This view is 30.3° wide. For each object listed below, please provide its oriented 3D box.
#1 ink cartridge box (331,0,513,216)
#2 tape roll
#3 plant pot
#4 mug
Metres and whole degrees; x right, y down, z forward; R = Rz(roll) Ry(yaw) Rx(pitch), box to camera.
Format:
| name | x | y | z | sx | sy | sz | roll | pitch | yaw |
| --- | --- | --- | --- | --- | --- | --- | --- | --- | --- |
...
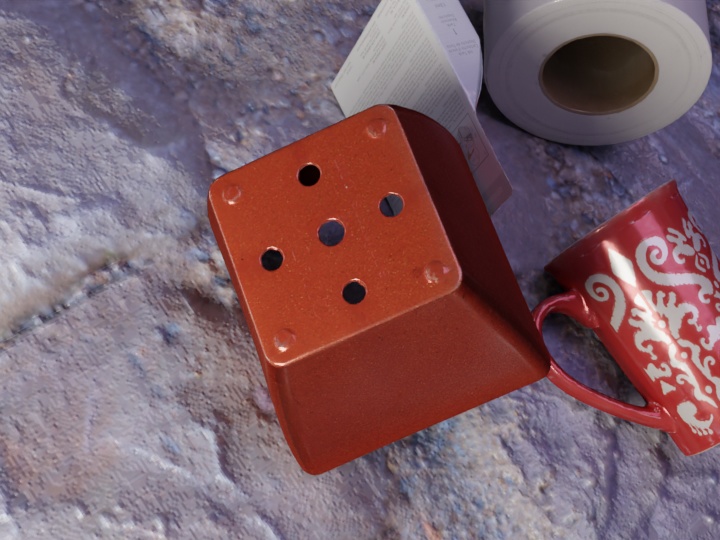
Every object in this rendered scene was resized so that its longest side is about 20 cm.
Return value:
| name | x | y | z | sx | sy | sz | roll | pitch | yaw |
| --- | --- | --- | --- | --- | --- | --- | --- | --- | --- |
| ink cartridge box | 0.058 | -0.116 | 1.076 | 0.057 | 0.163 | 0.202 | -21 | 74 | -31 |
| tape roll | 0.213 | -0.229 | 1.205 | 0.200 | 0.203 | 0.141 | 16 | 55 | -20 |
| plant pot | 0.000 | 0.000 | 0.908 | 0.198 | 0.176 | 0.202 | -23 | 71 | 4 |
| mug | 0.248 | 0.055 | 1.130 | 0.201 | 0.177 | 0.133 | 56 | 16 | 5 |
